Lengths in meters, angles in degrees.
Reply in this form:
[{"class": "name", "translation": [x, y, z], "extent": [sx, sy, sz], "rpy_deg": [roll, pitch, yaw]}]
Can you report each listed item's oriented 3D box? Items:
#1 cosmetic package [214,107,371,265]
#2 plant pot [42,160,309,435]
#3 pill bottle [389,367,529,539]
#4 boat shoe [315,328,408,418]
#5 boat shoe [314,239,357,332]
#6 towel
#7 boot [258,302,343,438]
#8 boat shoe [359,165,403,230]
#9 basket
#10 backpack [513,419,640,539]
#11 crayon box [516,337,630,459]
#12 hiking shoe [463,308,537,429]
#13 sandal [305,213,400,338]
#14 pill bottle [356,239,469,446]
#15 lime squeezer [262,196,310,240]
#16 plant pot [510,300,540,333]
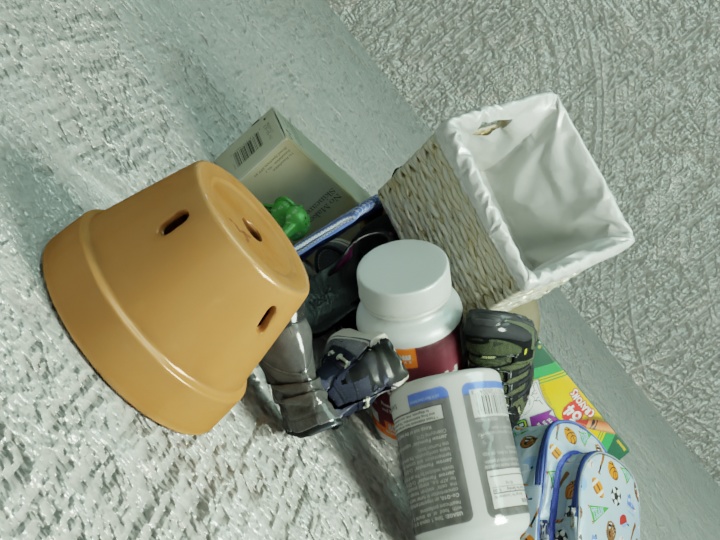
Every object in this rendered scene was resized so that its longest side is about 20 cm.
[{"class": "cosmetic package", "translation": [-0.072, -0.092, 1.655], "extent": [0.200, 0.103, 0.073], "rpy_deg": [39, 17, -39]}, {"class": "plant pot", "translation": [-0.134, 0.009, 1.093], "extent": [0.200, 0.140, 0.200], "rpy_deg": [48, 13, -15]}, {"class": "pill bottle", "translation": [0.099, 0.204, 1.306], "extent": [0.114, 0.112, 0.203], "rpy_deg": [21, 56, -65]}, {"class": "boat shoe", "translation": [-0.026, 0.109, 1.357], "extent": [0.075, 0.092, 0.200], "rpy_deg": [59, -17, 0]}, {"class": "boat shoe", "translation": [-0.007, 0.034, 1.576], "extent": [0.200, 0.075, 0.092], "rpy_deg": [47, 22, 29]}, {"class": "towel", "translation": [-0.044, -0.033, 1.504], "extent": [0.024, 0.144, 0.200], "rpy_deg": [57, 14, -2]}, {"class": "boot", "translation": [-0.077, 0.085, 1.255], "extent": [0.200, 0.069, 0.134], "rpy_deg": [-154, -135, -77]}, {"class": "boat shoe", "translation": [0.032, -0.066, 1.620], "extent": [0.071, 0.073, 0.201], "rpy_deg": [15, 40, -5]}, {"class": "basket", "translation": [0.153, -0.063, 1.495], "extent": [0.197, 0.160, 0.202], "rpy_deg": [-19, 79, -42]}, {"class": "backpack", "translation": [0.215, 0.260, 1.486], "extent": [0.200, 0.152, 0.193], "rpy_deg": [37, 44, -48]}, {"class": "crayon box", "translation": [0.191, 0.193, 1.600], "extent": [0.200, 0.172, 0.058], "rpy_deg": [48, 3, -25]}, {"class": "hiking shoe", "translation": [0.144, 0.114, 1.407], "extent": [0.201, 0.075, 0.102], "rpy_deg": [64, 33, -57]}, {"class": "sandal", "translation": [0.000, 0.001, 1.488], "extent": [0.075, 0.200, 0.048], "rpy_deg": [43, -31, 9]}, {"class": "pill bottle", "translation": [0.055, 0.077, 1.428], "extent": [0.115, 0.112, 0.202], "rpy_deg": [-110, -171, -55]}, {"class": "lime squeezer", "translation": [-0.092, -0.050, 1.488], "extent": [0.038, 0.070, 0.200], "rpy_deg": [59, -1, -24]}, {"class": "plant pot", "translation": [0.108, 0.084, 1.656], "extent": [0.201, 0.199, 0.135], "rpy_deg": [49, 33, -10]}]
